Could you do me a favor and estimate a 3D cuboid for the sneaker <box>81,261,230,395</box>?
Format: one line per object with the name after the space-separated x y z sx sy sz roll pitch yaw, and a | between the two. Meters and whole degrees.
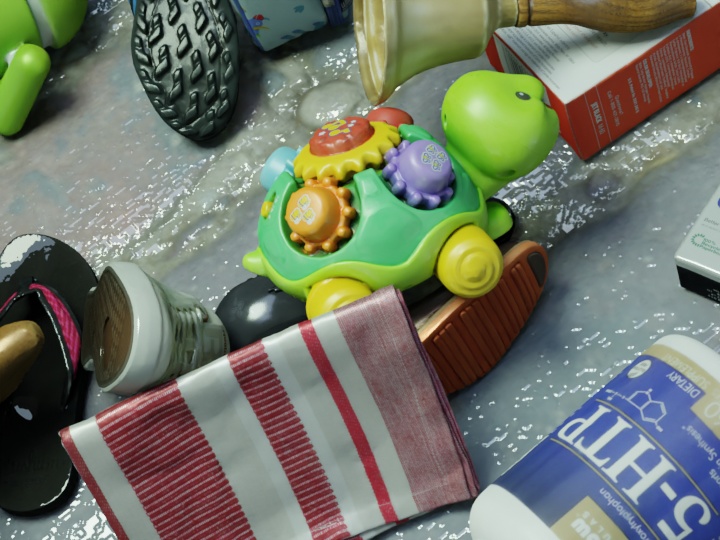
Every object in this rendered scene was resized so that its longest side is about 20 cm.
-0.111 0.034 1.165 0.084 0.200 0.073 7 91 -12 | sneaker

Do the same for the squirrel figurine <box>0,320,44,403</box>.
-0.311 0.034 1.211 0.141 0.200 0.187 -31 76 -35 | squirrel figurine

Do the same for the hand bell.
0.102 -0.155 1.201 0.200 0.104 0.104 -4 54 -9 | hand bell

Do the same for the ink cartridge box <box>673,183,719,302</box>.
0.275 -0.057 1.189 0.099 0.039 0.200 25 69 30 | ink cartridge box

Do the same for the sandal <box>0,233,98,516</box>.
-0.202 0.055 1.257 0.075 0.045 0.200 -12 55 11 | sandal

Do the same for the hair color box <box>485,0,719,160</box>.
0.185 -0.171 1.279 0.200 0.064 0.111 -34 53 -5 | hair color box

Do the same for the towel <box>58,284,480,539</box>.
-0.046 0.105 1.118 0.200 0.144 0.023 -23 29 1 | towel

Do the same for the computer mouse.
0.000 0.000 1.239 0.200 0.034 0.059 -26 53 -2 | computer mouse

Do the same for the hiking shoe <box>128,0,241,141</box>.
-0.121 -0.178 1.374 0.074 0.087 0.200 -17 77 5 | hiking shoe

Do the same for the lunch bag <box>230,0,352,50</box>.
-0.071 -0.261 1.358 0.082 0.161 0.200 -18 53 5 | lunch bag

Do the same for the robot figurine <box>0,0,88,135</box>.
-0.275 -0.181 1.389 0.200 0.116 0.176 -29 65 -13 | robot figurine

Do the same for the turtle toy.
0.023 -0.045 1.163 0.200 0.101 0.146 -22 24 -7 | turtle toy

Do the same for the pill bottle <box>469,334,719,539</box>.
0.127 0.139 1.053 0.200 0.120 0.120 -40 55 -11 | pill bottle

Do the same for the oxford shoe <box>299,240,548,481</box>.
0.022 0.042 1.182 0.200 0.071 0.073 -39 51 -10 | oxford shoe
